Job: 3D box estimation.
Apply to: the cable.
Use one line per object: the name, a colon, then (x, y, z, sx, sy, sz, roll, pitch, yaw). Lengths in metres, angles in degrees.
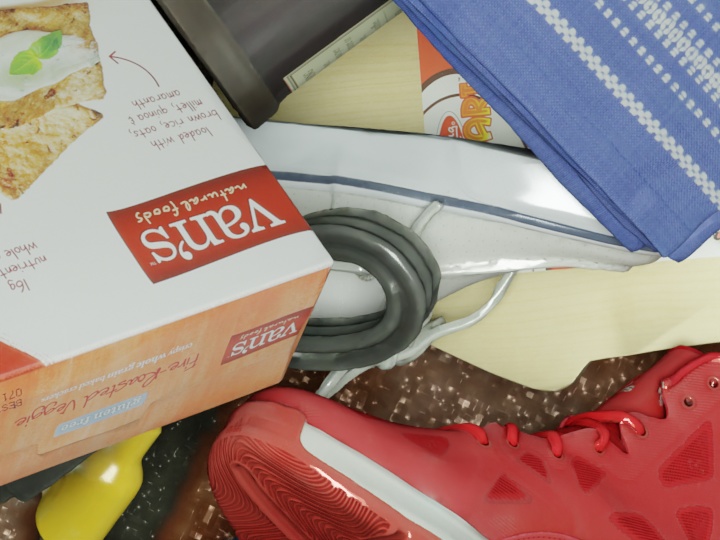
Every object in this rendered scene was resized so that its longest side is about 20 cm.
cable: (-0.064, 0.018, 0.888, 0.199, 0.050, 0.097, -33, 95, 29)

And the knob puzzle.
knob puzzle: (0.051, -0.062, 0.939, 0.218, 0.030, 0.221, 1, 93, 11)

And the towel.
towel: (0.106, -0.114, 0.811, 0.200, 0.024, 0.145, -46, 115, 3)

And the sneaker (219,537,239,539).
sneaker: (-0.008, 0.104, 0.929, 0.199, 0.074, 0.083, 9, 92, -12)

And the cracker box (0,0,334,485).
cracker box: (-0.117, -0.041, 0.782, 0.133, 0.058, 0.200, -19, 62, -33)

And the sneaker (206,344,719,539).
sneaker: (0.049, 0.060, 0.880, 0.200, 0.078, 0.116, 36, 60, -28)

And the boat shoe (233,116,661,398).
boat shoe: (-0.002, 0.000, 0.900, 0.200, 0.075, 0.087, 6, 93, 14)

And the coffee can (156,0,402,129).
coffee can: (0.006, -0.158, 0.853, 0.200, 0.146, 0.147, -36, 94, 0)
